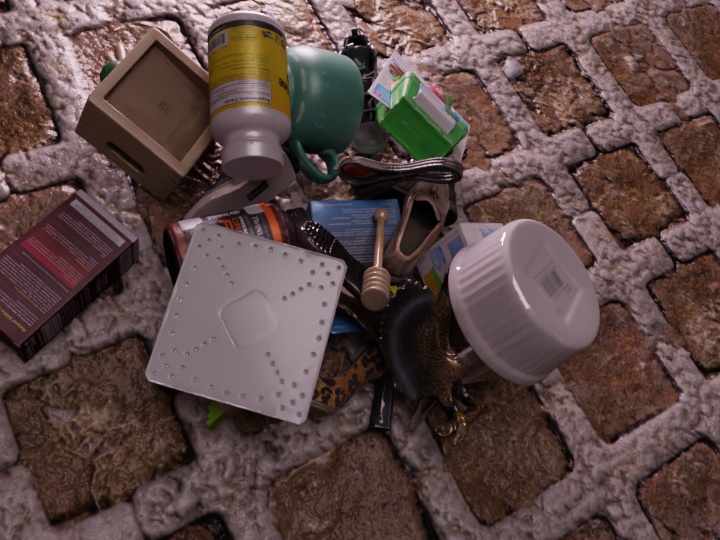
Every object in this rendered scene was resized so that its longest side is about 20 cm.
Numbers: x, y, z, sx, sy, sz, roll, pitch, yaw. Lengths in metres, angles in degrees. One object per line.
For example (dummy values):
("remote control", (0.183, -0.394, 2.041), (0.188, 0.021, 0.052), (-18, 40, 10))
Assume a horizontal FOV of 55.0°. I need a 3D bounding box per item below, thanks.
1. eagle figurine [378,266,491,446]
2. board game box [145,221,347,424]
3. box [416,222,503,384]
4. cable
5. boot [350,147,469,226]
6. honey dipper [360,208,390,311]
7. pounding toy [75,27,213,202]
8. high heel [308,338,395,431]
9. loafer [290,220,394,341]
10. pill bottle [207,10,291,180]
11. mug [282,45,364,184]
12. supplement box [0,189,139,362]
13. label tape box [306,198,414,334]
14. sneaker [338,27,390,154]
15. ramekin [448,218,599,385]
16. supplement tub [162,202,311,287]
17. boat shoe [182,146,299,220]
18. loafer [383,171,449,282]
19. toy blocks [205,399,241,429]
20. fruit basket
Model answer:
("eagle figurine", (0.105, 0.110, 0.914), (0.148, 0.152, 0.203), (-26, 84, -10))
("board game box", (-0.134, 0.061, 0.836), (0.195, 0.026, 0.204), (15, 73, 2))
("box", (0.177, 0.047, 1.004), (0.100, 0.112, 0.204), (-2, 63, -40))
("cable", (0.047, -0.147, 0.987), (0.097, 0.196, 0.051), (46, 43, -43))
("boot", (0.083, -0.168, 1.129), (0.196, 0.069, 0.177), (17, 55, -14))
("honey dipper", (0.024, -0.026, 0.934), (0.037, 0.038, 0.202), (16, 38, -9))
("pounding toy", (-0.306, -0.237, 1.000), (0.199, 0.141, 0.186), (39, 58, -16))
("high heel", (-0.033, 0.124, 0.928), (0.197, 0.071, 0.146), (20, 65, -26))
("loafer", (-0.023, 0.024, 0.927), (0.200, 0.071, 0.073), (47, 29, -4))
("pill bottle", (-0.151, -0.235, 0.945), (0.110, 0.112, 0.205), (0, 77, -18))
("mug", (-0.076, -0.245, 1.038), (0.112, 0.153, 0.187), (2, 47, -37))
("supplement box", (-0.391, 0.003, 0.885), (0.108, 0.061, 0.201), (38, 59, 4))
("label tape box", (0.000, 0.000, 1.010), (0.141, 0.063, 0.205), (-2, 68, -19))
("sneaker", (-0.002, -0.298, 1.105), (0.076, 0.141, 0.204), (-12, 60, 1))
("ramekin", (0.216, 0.033, 0.892), (0.197, 0.097, 0.204), (22, 50, -28))
("supplement tub", (-0.163, -0.032, 0.949), (0.196, 0.107, 0.109), (-16, 70, -24))
("boat shoe", (-0.187, -0.120, 1.017), (0.198, 0.076, 0.093), (-36, 43, -14))
("loafer", (0.089, -0.072, 1.001), (0.071, 0.063, 0.202), (32, 59, -4))
("toy blocks", (-0.157, 0.085, 0.901), (0.199, 0.100, 0.137), (-41, 73, -13))
("fruit basket", (0.105, -0.255, 1.085), (0.185, 0.093, 0.201), (42, 39, -12))
